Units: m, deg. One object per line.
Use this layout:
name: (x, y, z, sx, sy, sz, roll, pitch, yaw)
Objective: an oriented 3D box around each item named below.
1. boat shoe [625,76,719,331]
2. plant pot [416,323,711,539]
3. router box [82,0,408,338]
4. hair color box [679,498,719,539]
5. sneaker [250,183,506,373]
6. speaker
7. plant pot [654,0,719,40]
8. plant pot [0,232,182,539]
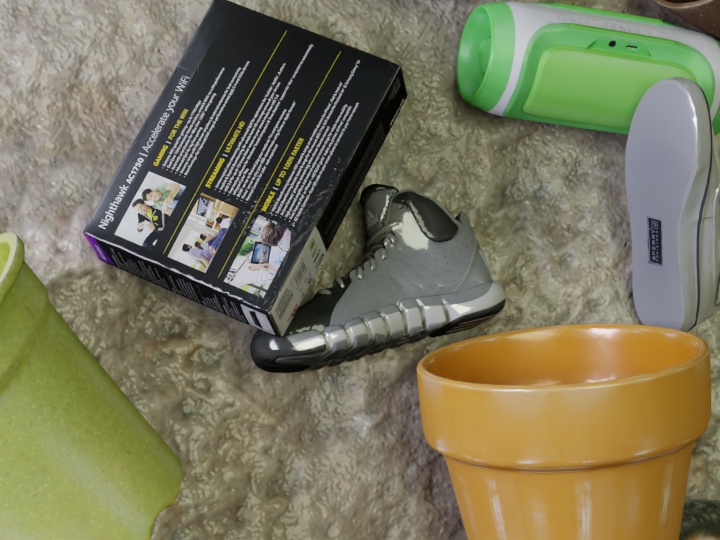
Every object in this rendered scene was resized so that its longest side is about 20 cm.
boat shoe: (0.244, -0.049, 1.357, 0.065, 0.072, 0.201, -19, 113, -34)
plant pot: (0.145, 0.146, 1.266, 0.199, 0.200, 0.184, -8, 99, -20)
router box: (-0.076, -0.074, 1.256, 0.149, 0.051, 0.201, 23, 73, 16)
hair color box: (0.246, 0.269, 1.339, 0.098, 0.061, 0.201, 4, 80, -18)
sneaker: (0.000, 0.000, 1.299, 0.199, 0.075, 0.116, -12, 79, -29)
speaker: (0.176, -0.148, 1.368, 0.199, 0.088, 0.089, 7, 79, -18)
plant pot: (0.352, -0.222, 1.405, 0.200, 0.187, 0.188, 35, 72, -27)
plant pot: (-0.219, 0.112, 1.151, 0.184, 0.200, 0.201, 45, 71, -19)
